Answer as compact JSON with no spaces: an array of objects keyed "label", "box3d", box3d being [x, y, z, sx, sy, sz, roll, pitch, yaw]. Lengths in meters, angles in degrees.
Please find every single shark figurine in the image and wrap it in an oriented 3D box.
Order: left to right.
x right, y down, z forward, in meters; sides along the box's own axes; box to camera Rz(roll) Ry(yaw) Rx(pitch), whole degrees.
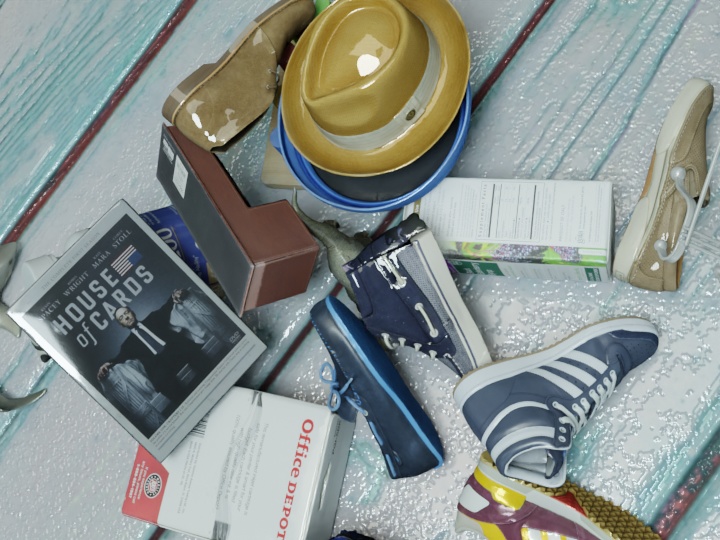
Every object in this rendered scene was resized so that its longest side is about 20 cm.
[{"label":"shark figurine","box3d":[-0.450,0.078,1.050,0.126,0.089,0.218,-21,68,13]}]

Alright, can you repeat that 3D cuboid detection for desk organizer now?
[{"label":"desk organizer","box3d":[-0.125,-0.060,0.898,0.076,0.072,0.201,-16,56,-31]}]

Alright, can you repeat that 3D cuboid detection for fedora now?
[{"label":"fedora","box3d":[0.002,-0.189,0.838,0.197,0.082,0.204,-4,78,20]}]

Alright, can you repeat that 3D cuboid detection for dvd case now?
[{"label":"dvd case","box3d":[-0.208,0.056,0.861,0.200,0.025,0.150,46,77,-9]}]

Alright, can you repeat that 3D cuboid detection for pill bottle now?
[{"label":"pill bottle","box3d":[-0.235,0.003,0.934,0.198,0.111,0.112,-19,64,-29]}]

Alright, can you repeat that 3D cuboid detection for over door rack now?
[{"label":"over door rack","box3d":[0.355,-0.082,0.792,0.146,0.067,0.203,19,100,-15]}]

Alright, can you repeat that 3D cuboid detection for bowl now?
[{"label":"bowl","box3d":[0.015,-0.153,0.893,0.197,0.039,0.204,-4,78,20]}]

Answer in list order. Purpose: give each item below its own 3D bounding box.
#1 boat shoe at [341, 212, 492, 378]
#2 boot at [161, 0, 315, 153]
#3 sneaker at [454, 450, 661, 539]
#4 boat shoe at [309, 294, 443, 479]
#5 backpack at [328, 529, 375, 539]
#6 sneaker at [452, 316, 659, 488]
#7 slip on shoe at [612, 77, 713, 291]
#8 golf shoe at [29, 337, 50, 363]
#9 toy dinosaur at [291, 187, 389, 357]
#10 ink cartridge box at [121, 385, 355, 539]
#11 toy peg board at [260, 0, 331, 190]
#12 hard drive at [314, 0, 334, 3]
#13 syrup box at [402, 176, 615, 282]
[{"label":"boat shoe","box3d":[0.057,0.053,0.852,0.092,0.075,0.202,-27,104,1]},{"label":"boot","box3d":[-0.103,-0.198,0.913,0.075,0.074,0.200,41,74,5]},{"label":"sneaker","box3d":[0.180,0.243,0.809,0.198,0.075,0.091,29,106,20]},{"label":"boat shoe","box3d":[0.004,0.120,0.846,0.068,0.084,0.202,-30,102,12]},{"label":"backpack","box3d":[-0.004,0.316,0.771,0.166,0.200,0.165,19,80,22]},{"label":"sneaker","box3d":[0.191,0.117,0.800,0.197,0.071,0.109,-18,46,-7]},{"label":"slip on shoe","box3d":[0.298,-0.078,0.848,0.060,0.076,0.203,21,85,27]},{"label":"golf shoe","box3d":[-0.271,0.074,1.009,0.196,0.073,0.094,9,118,10]},{"label":"toy dinosaur","box3d":[0.000,0.000,0.896,0.076,0.202,0.103,-23,24,0]},{"label":"ink cartridge box","box3d":[-0.118,0.195,0.906,0.197,0.083,0.149,9,77,20]},{"label":"toy peg board","box3d":[-0.016,-0.196,0.975,0.197,0.098,0.203,4,76,20]},{"label":"hard drive","box3d":[0.015,-0.380,1.055,0.197,0.027,0.134,-7,73,17]},{"label":"syrup box","box3d":[0.145,-0.040,0.888,0.197,0.079,0.083,2,76,19]}]
